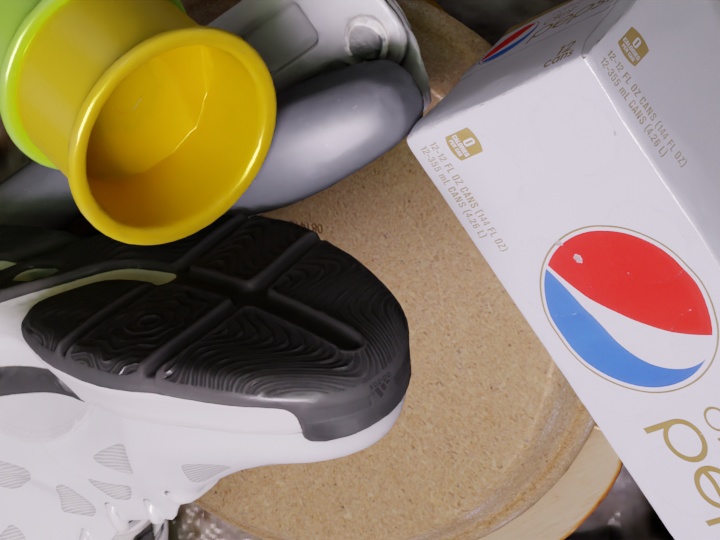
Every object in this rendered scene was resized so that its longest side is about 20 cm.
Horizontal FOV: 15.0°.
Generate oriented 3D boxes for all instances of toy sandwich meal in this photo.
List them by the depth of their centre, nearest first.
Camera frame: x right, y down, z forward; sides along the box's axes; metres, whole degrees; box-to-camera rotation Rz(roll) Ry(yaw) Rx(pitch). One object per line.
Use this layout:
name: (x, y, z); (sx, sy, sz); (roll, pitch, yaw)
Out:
toy sandwich meal: (0.000, 0.000, 0.824); (0.204, 0.070, 0.207); (9, 114, 20)

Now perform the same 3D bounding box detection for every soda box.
soda box: (0.102, 0.020, 0.724); (0.068, 0.064, 0.201); (-22, 108, 44)

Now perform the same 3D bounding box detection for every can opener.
can opener: (-0.063, -0.023, 0.767); (0.199, 0.066, 0.053); (-30, 99, 35)

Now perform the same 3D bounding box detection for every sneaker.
sneaker: (-0.054, 0.051, 0.725); (0.200, 0.076, 0.116); (5, 121, 43)

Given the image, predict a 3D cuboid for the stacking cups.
stacking cups: (-0.096, -0.080, 0.747); (0.060, 0.200, 0.061); (-19, 128, -25)
